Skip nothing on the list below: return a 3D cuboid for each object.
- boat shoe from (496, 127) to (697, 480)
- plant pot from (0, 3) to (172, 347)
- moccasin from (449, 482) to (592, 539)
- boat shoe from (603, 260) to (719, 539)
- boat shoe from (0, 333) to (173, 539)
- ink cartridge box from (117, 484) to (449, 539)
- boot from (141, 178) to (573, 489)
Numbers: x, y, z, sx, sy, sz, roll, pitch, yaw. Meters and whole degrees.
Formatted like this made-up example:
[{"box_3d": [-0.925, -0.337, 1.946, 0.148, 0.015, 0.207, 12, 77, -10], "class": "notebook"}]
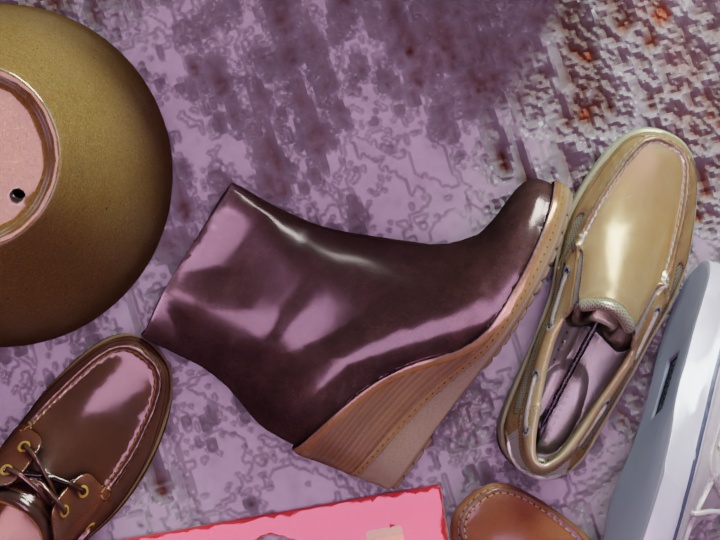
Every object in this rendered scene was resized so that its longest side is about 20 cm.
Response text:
[{"box_3d": [0.133, 0.019, 1.553, 0.072, 0.076, 0.200, 19, 88, -1], "class": "boat shoe"}, {"box_3d": [-0.191, -0.051, 1.482, 0.186, 0.200, 0.187, 0, 90, -2], "class": "plant pot"}, {"box_3d": [0.121, 0.198, 1.548, 0.074, 0.078, 0.201, -33, 91, -6], "class": "moccasin"}, {"box_3d": [0.190, 0.098, 1.542, 0.086, 0.075, 0.202, 24, 61, -9], "class": "boat shoe"}, {"box_3d": [-0.169, 0.121, 1.545, 0.072, 0.068, 0.200, 38, 88, -1], "class": "boat shoe"}, {"box_3d": [-0.037, 0.219, 1.561, 0.200, 0.045, 0.176, -10, 91, -2], "class": "ink cartridge box"}, {"box_3d": [0.000, 0.000, 1.550, 0.166, 0.072, 0.200, 35, 92, -3], "class": "boot"}]
